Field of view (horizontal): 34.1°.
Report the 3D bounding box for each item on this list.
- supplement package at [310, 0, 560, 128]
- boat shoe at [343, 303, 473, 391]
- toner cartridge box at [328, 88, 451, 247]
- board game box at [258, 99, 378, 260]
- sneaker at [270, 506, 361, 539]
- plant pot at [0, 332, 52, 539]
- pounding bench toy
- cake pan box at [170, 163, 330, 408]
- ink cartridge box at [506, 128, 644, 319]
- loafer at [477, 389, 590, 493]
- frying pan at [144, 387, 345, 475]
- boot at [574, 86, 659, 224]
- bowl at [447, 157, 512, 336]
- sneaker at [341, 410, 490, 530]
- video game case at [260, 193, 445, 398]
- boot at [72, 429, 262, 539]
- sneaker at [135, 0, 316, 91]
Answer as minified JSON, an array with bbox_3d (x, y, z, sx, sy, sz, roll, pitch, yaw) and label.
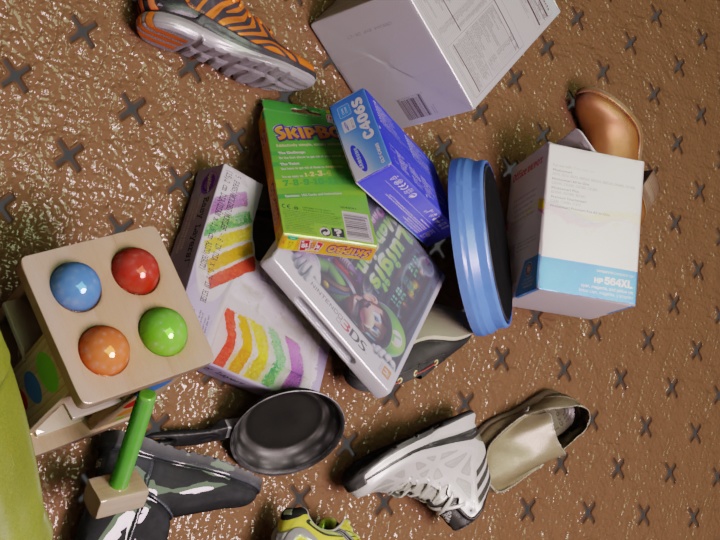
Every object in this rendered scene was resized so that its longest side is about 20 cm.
[{"bbox_3d":[0.085,-0.277,1.284,0.200,0.152,0.151,-49,116,-33],"label":"supplement package"},{"bbox_3d":[0.054,0.081,1.281,0.201,0.074,0.063,-15,129,-50],"label":"boat shoe"},{"bbox_3d":[0.038,-0.102,1.223,0.200,0.043,0.095,37,29,-60],"label":"toner cartridge box"},{"bbox_3d":[-0.046,-0.094,1.160,0.095,0.030,0.200,7,47,-20],"label":"board game box"},{"bbox_3d":[-0.012,0.291,1.181,0.200,0.075,0.077,31,59,-46],"label":"sneaker"},{"bbox_3d":[-0.326,0.150,0.871,0.200,0.200,0.193,-38,122,-37],"label":"plant pot"},{"bbox_3d":[-0.202,0.089,0.953,0.124,0.156,0.200,-18,77,-40],"label":"pounding bench toy"},{"bbox_3d":[-0.101,0.016,1.158,0.184,0.052,0.200,30,65,-37],"label":"cake pan box"},{"bbox_3d":[0.251,-0.056,1.394,0.125,0.129,0.200,10,78,-12],"label":"ink cartridge box"},{"bbox_3d":[0.200,0.198,1.386,0.200,0.067,0.076,-34,107,-38],"label":"loafer"},{"bbox_3d":[-0.108,0.165,1.140,0.190,0.031,0.115,-15,131,-8],"label":"frying pan"},{"bbox_3d":[0.305,-0.122,1.522,0.155,0.077,0.200,-47,122,-30],"label":"boot"},{"bbox_3d":[0.136,-0.028,1.305,0.201,0.039,0.201,-8,90,-76],"label":"bowl"},{"bbox_3d":[0.074,0.230,1.254,0.200,0.076,0.116,-16,81,-43],"label":"sneaker"},{"bbox_3d":[0.000,0.000,1.184,0.182,0.023,0.200,50,38,-17],"label":"video game case"},{"bbox_3d":[-0.182,0.261,1.043,0.165,0.066,0.200,21,65,-25],"label":"boot"},{"bbox_3d":[-0.120,-0.254,1.153,0.200,0.077,0.112,20,73,-38],"label":"sneaker"}]
